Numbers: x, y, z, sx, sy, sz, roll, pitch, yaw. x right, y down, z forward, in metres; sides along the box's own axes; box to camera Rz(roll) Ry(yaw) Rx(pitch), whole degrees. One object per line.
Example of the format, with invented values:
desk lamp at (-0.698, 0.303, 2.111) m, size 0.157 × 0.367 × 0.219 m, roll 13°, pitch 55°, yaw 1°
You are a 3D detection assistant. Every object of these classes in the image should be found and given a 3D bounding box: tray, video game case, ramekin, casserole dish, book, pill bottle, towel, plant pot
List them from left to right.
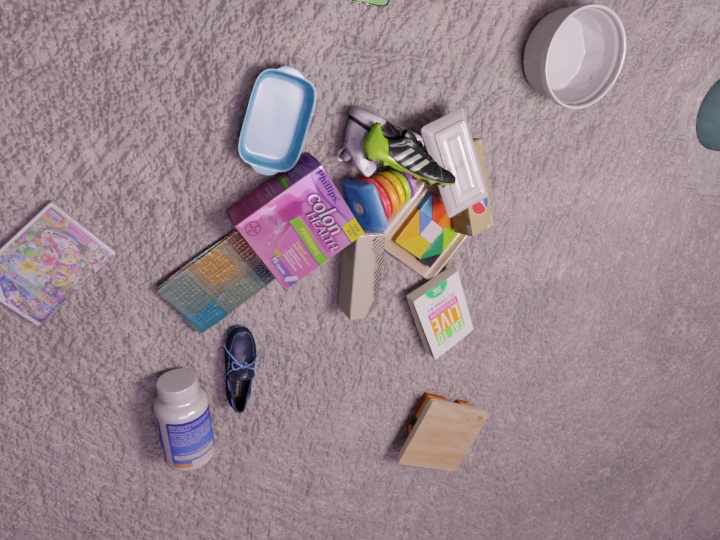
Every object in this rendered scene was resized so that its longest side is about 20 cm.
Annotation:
video game case at (-0.567, -0.010, 1.058) m, size 0.200 × 0.018 × 0.143 m, roll -42°, pitch 124°, yaw 1°
pill bottle at (-0.374, 0.312, 1.246) m, size 0.112 × 0.112 × 0.201 m, roll -10°, pitch 118°, yaw -19°
towel at (-0.288, 0.024, 1.194) m, size 0.200 × 0.022 × 0.147 m, roll -37°, pitch 124°, yaw -5°
casserole dish at (-0.157, -0.277, 1.090) m, size 0.121 × 0.039 × 0.201 m, roll 10°, pitch 109°, yaw -27°
book at (0.195, 0.102, 1.419) m, size 0.133 × 0.048 × 0.200 m, roll -33°, pitch 128°, yaw -12°
tray at (0.197, -0.214, 1.188) m, size 0.107 × 0.022 × 0.200 m, roll -29°, pitch 116°, yaw -14°
ramekin at (0.435, -0.446, 1.221) m, size 0.199 × 0.105 × 0.201 m, roll -10°, pitch 119°, yaw -19°
plant pot at (0.968, -0.382, 1.466) m, size 0.199 × 0.135 × 0.201 m, roll -10°, pitch 118°, yaw -18°

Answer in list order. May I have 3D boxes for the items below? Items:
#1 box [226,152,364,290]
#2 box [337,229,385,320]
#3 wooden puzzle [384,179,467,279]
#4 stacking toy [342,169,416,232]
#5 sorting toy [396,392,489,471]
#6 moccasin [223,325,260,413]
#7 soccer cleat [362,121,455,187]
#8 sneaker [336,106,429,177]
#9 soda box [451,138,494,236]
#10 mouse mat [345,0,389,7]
box at (-0.126, -0.095, 1.159) m, size 0.200 × 0.097 × 0.176 m, roll -36°, pitch 123°, yaw -4°
box at (0.000, 0.000, 1.271) m, size 0.068 × 0.082 × 0.201 m, roll -6°, pitch 118°, yaw -22°
wooden puzzle at (0.150, -0.090, 1.316) m, size 0.200 × 0.037 × 0.185 m, roll 34°, pitch 99°, yaw -32°
stacking toy at (0.071, -0.172, 1.212) m, size 0.200 × 0.116 × 0.110 m, roll -34°, pitch 119°, yaw -25°
sorting toy at (0.210, 0.428, 1.580) m, size 0.199 × 0.070 × 0.199 m, roll 18°, pitch 107°, yaw -30°
moccasin at (-0.252, 0.217, 1.276) m, size 0.080 × 0.068 × 0.201 m, roll -7°, pitch 117°, yaw -20°
soccer cleat at (0.102, -0.218, 1.123) m, size 0.199 × 0.068 × 0.081 m, roll 19°, pitch 103°, yaw -17°
sneaker at (0.049, -0.239, 1.179) m, size 0.199 × 0.075 × 0.115 m, roll 19°, pitch 107°, yaw -24°
soda box at (0.231, -0.180, 1.268) m, size 0.068 × 0.064 × 0.201 m, roll -25°, pitch 116°, yaw -26°
mouse mat at (-0.005, -0.576, 1.026) m, size 0.160 × 0.008 × 0.201 m, roll 0°, pitch 115°, yaw -23°
